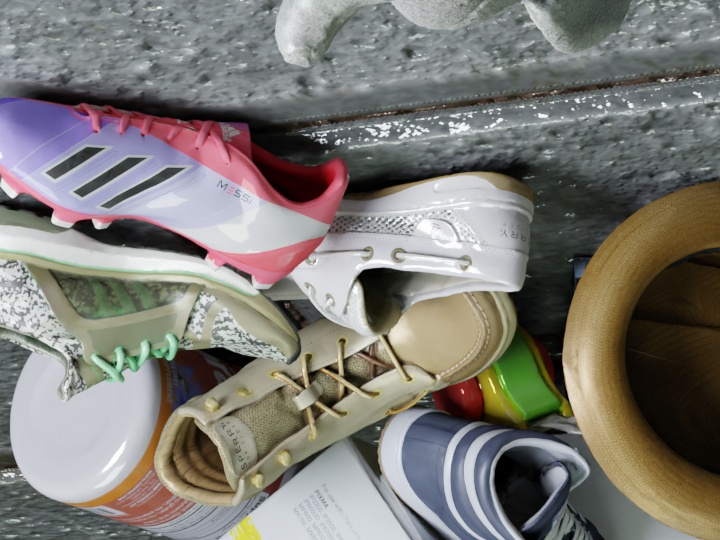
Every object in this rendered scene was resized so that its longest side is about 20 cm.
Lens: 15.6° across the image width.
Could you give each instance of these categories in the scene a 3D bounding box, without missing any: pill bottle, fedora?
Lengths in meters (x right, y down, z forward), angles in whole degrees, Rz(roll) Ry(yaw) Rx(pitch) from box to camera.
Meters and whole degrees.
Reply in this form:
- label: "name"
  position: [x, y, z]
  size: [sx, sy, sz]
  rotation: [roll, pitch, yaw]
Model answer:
- label: "pill bottle"
  position: [-0.107, 0.103, 1.574]
  size: [0.112, 0.113, 0.200]
  rotation: [-16, 155, 32]
- label: "fedora"
  position: [0.187, 0.050, 1.387]
  size: [0.199, 0.202, 0.082]
  rotation: [8, 174, -21]

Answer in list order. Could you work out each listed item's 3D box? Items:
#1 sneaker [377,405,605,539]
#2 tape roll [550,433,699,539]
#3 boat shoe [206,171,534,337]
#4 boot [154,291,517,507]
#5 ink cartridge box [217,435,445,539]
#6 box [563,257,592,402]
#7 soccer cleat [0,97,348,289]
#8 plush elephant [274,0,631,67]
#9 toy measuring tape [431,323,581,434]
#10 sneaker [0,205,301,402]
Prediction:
- label: "sneaker"
  position: [0.106, 0.149, 1.500]
  size: [0.200, 0.070, 0.108]
  rotation: [40, 160, -32]
- label: "tape roll"
  position: [0.166, 0.145, 1.688]
  size: [0.201, 0.071, 0.202]
  rotation: [-2, 171, 0]
- label: "boat shoe"
  position: [0.000, 0.000, 1.374]
  size: [0.199, 0.070, 0.071]
  rotation: [-12, 158, 35]
- label: "boot"
  position: [-0.017, 0.062, 1.442]
  size: [0.155, 0.073, 0.200]
  rotation: [-30, -176, -37]
- label: "ink cartridge box"
  position: [-0.021, 0.221, 1.568]
  size: [0.200, 0.145, 0.145]
  rotation: [-40, 158, 9]
- label: "box"
  position: [0.190, 0.044, 1.536]
  size: [0.135, 0.038, 0.200]
  rotation: [-2, 158, 2]
- label: "soccer cleat"
  position: [-0.097, -0.053, 1.274]
  size: [0.199, 0.067, 0.077]
  rotation: [22, 118, -34]
- label: "plush elephant"
  position: [0.014, -0.141, 0.911]
  size: [0.199, 0.156, 0.164]
  rotation: [-20, 151, 40]
- label: "toy measuring tape"
  position: [0.094, 0.060, 1.502]
  size: [0.073, 0.074, 0.200]
  rotation: [10, 171, -25]
- label: "sneaker"
  position: [-0.131, 0.034, 1.391]
  size: [0.198, 0.089, 0.077]
  rotation: [14, 162, 0]
